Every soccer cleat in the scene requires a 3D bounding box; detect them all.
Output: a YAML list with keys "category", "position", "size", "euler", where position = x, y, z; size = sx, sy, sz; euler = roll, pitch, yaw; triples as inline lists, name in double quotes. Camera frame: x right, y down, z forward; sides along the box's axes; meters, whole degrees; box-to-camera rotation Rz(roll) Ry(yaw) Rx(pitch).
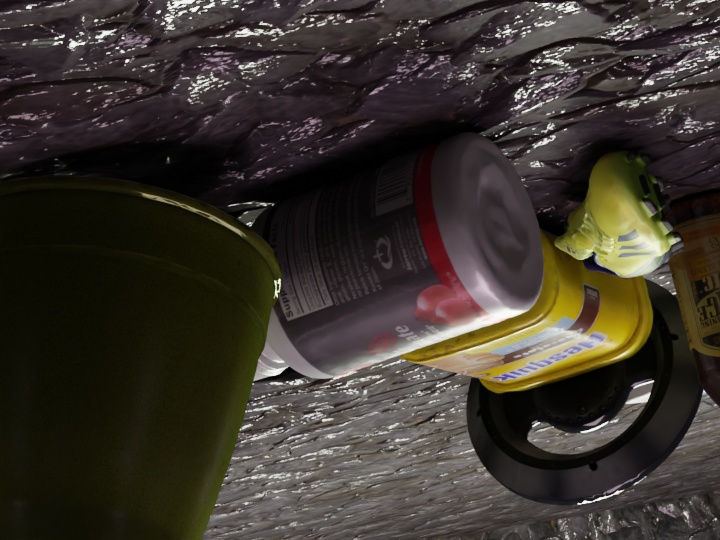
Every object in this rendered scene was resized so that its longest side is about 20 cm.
- category: "soccer cleat"
  position: [0.166, -0.029, 1.419]
  size: [0.083, 0.065, 0.200]
  euler: [-19, 168, 9]

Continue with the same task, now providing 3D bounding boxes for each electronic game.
- category: "electronic game"
  position: [0.174, 0.090, 1.671]
  size: [0.198, 0.201, 0.042]
  euler: [-18, 141, 21]

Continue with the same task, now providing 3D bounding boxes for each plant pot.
- category: "plant pot"
  position: [-0.149, 0.083, 1.159]
  size: [0.198, 0.195, 0.201]
  euler: [4, 154, 2]

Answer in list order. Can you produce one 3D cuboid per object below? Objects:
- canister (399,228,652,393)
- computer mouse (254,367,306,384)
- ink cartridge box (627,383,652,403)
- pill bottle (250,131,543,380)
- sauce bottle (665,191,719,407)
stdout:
- category: "canister"
  position: [0.114, 0.028, 1.574]
  size: [0.147, 0.087, 0.200]
  euler: [-19, 165, 22]
- category: "computer mouse"
  position: [-0.078, 0.065, 1.637]
  size: [0.139, 0.046, 0.200]
  euler: [-14, 180, -17]
- category: "ink cartridge box"
  position: [0.344, 0.064, 1.994]
  size: [0.116, 0.068, 0.199]
  euler: [-2, 163, -43]
- category: "pill bottle"
  position: [0.000, 0.000, 1.276]
  size: [0.199, 0.112, 0.110]
  euler: [-20, 166, 28]
- category: "sauce bottle"
  position: [0.268, 0.046, 1.540]
  size: [0.065, 0.202, 0.066]
  euler: [-14, 167, -3]
